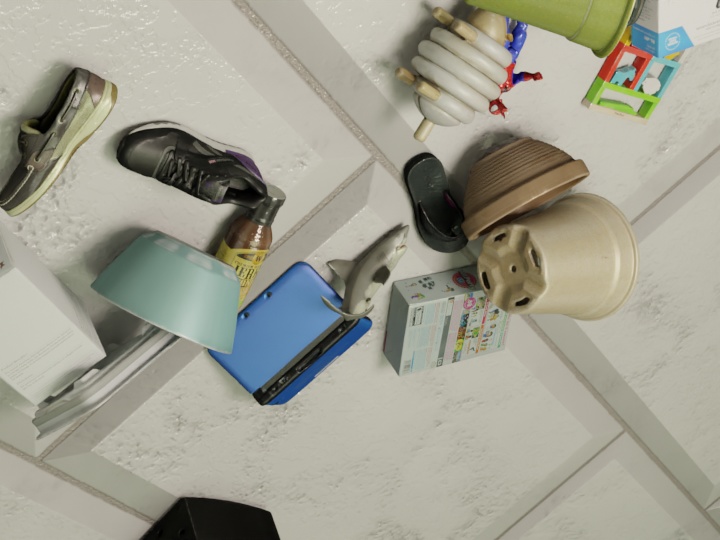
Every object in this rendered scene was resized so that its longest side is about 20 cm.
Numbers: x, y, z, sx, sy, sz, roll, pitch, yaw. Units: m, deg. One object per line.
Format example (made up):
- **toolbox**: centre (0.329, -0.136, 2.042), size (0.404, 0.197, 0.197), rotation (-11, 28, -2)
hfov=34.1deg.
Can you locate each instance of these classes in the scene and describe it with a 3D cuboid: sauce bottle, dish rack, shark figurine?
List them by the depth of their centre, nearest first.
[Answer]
- **dish rack**: centre (-0.336, 0.136, 1.542), size (0.172, 0.044, 0.200), rotation (-27, -168, 41)
- **sauce bottle**: centre (-0.161, -0.026, 1.597), size (0.065, 0.065, 0.200), rotation (8, 121, -36)
- **shark figurine**: centre (-0.013, 0.018, 1.699), size (0.128, 0.089, 0.214), rotation (-56, 179, 43)

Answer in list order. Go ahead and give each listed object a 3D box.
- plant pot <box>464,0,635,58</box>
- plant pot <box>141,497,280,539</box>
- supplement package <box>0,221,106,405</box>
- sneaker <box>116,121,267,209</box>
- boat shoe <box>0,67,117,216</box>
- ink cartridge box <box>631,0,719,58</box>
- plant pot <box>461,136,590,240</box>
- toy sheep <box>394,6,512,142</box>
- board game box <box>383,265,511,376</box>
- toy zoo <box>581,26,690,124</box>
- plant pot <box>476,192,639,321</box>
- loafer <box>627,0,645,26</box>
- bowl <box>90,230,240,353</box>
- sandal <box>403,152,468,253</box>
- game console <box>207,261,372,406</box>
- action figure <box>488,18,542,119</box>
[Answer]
- **plant pot**: centre (0.229, -0.379, 1.455), size (0.190, 0.200, 0.200), rotation (9, 124, -7)
- **plant pot**: centre (-0.248, 0.481, 1.885), size (0.200, 0.200, 0.177), rotation (-46, 124, 10)
- **supplement package**: centre (-0.430, 0.052, 1.458), size (0.117, 0.117, 0.200), rotation (-34, 136, -1)
- **sneaker**: centre (-0.203, -0.127, 1.470), size (0.200, 0.088, 0.076), rotation (9, 121, -36)
- **boat shoe**: centre (-0.366, -0.153, 1.367), size (0.066, 0.072, 0.201), rotation (36, 103, -34)
- **ink cartridge box**: centre (0.440, -0.410, 1.628), size (0.116, 0.067, 0.200), rotation (-21, 126, -16)
- **plant pot**: centre (0.222, -0.129, 1.699), size (0.201, 0.093, 0.201), rotation (-28, 174, -3)
- **toy sheep**: centre (0.124, -0.258, 1.535), size (0.138, 0.138, 0.200), rotation (24, 106, -42)
- **board game box**: centre (0.144, 0.075, 1.870), size (0.200, 0.064, 0.148), rotation (-11, 131, -23)
- **toy zoo**: centre (0.427, -0.318, 1.747), size (0.131, 0.020, 0.200), rotation (7, 121, -36)
- **plant pot**: centre (0.282, -0.012, 1.758), size (0.183, 0.200, 0.200), rotation (-7, 130, -42)
- **loafer**: centre (0.345, -0.414, 1.572), size (0.063, 0.072, 0.200), rotation (-48, 143, -46)
- **bowl**: centre (-0.236, 0.018, 1.519), size (0.201, 0.201, 0.105), rotation (26, 89, -43)
- **sandal**: centre (0.115, -0.085, 1.729), size (0.075, 0.048, 0.200), rotation (-34, 135, -3)
- **game console**: centre (-0.102, 0.098, 1.769), size (0.200, 0.118, 0.171), rotation (-41, 167, 5)
- **action figure**: centre (0.212, -0.287, 1.590), size (0.065, 0.099, 0.200), rotation (-9, 132, -24)
